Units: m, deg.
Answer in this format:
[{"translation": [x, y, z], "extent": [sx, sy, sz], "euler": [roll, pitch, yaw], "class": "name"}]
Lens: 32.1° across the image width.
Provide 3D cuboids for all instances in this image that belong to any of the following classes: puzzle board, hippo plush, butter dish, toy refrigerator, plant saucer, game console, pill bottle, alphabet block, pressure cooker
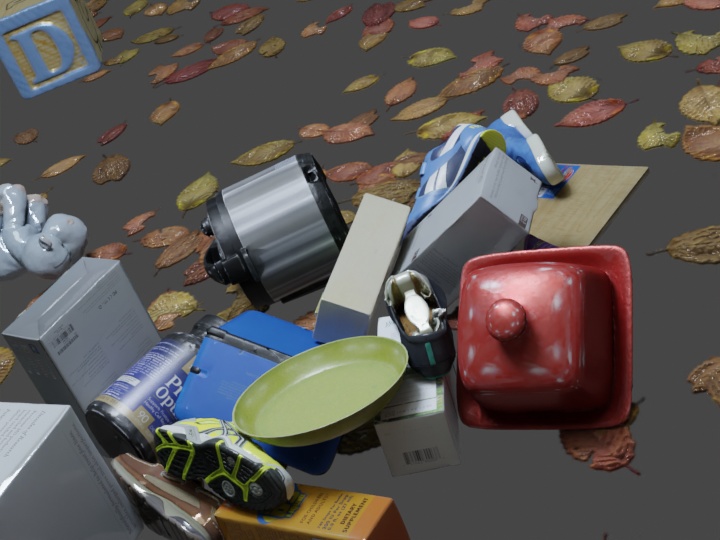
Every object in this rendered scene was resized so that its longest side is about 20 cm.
[{"translation": [0.273, -0.078, 1.652], "extent": [0.151, 0.017, 0.200], "euler": [6, 41, 41], "class": "puzzle board"}, {"translation": [-0.529, -0.050, 1.984], "extent": [0.161, 0.159, 0.200], "euler": [4, 40, 38], "class": "hippo plush"}, {"translation": [0.174, 0.063, 1.314], "extent": [0.200, 0.148, 0.200], "euler": [-4, 77, 27], "class": "butter dish"}, {"translation": [0.000, 0.000, 1.553], "extent": [0.070, 0.076, 0.200], "euler": [18, 46, 3], "class": "toy refrigerator"}, {"translation": [-0.039, 0.133, 1.340], "extent": [0.200, 0.031, 0.200], "euler": [-19, 20, 7], "class": "plant saucer"}, {"translation": [-0.090, 0.140, 1.484], "extent": [0.200, 0.118, 0.171], "euler": [19, 77, 16], "class": "game console"}, {"translation": [-0.231, 0.147, 1.540], "extent": [0.112, 0.112, 0.200], "euler": [13, 47, 44], "class": "pill bottle"}, {"translation": [-0.701, -0.529, 2.791], "extent": [0.196, 0.195, 0.200], "euler": [-20, 33, 1], "class": "alphabet block"}, {"translation": [-0.121, -0.048, 1.697], "extent": [0.200, 0.176, 0.179], "euler": [-25, 65, 1], "class": "pressure cooker"}]

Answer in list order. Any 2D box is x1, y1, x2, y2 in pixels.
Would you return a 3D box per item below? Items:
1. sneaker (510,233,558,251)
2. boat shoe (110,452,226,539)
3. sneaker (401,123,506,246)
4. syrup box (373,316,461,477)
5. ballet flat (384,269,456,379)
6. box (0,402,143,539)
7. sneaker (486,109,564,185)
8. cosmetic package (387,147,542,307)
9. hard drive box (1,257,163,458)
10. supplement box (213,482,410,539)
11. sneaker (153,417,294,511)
[{"translation": [0.206, 0.032, 1.474], "extent": [0.083, 0.081, 0.200], "euler": [13, 50, 1], "class": "sneaker"}, {"translation": [-0.208, 0.256, 1.407], "extent": [0.072, 0.076, 0.200], "euler": [-36, 43, -27], "class": "boat shoe"}, {"translation": [0.115, -0.113, 1.698], "extent": [0.200, 0.074, 0.082], "euler": [-54, 43, 3], "class": "sneaker"}, {"translation": [0.064, 0.131, 1.405], "extent": [0.079, 0.081, 0.200], "euler": [-13, 31, 10], "class": "syrup box"}, {"translation": [0.063, 0.041, 1.401], "extent": [0.073, 0.073, 0.200], "euler": [-21, 31, 3], "class": "ballet flat"}, {"translation": [-0.368, 0.279, 1.344], "extent": [0.131, 0.199, 0.200], "euler": [-1, 37, 30], "class": "box"}, {"translation": [0.202, -0.146, 1.730], "extent": [0.111, 0.077, 0.200], "euler": [-35, 31, 6], "class": "sneaker"}, {"translation": [0.127, -0.043, 1.539], "extent": [0.200, 0.081, 0.113], "euler": [-47, 13, 37], "class": "cosmetic package"}, {"translation": [-0.333, 0.109, 1.579], "extent": [0.077, 0.200, 0.156], "euler": [5, 40, 38], "class": "hard drive box"}, {"translation": [-0.052, 0.266, 1.291], "extent": [0.200, 0.069, 0.067], "euler": [-1, 35, 36], "class": "supplement box"}, {"translation": [-0.136, 0.193, 1.331], "extent": [0.200, 0.075, 0.076], "euler": [17, 31, 42], "class": "sneaker"}]
